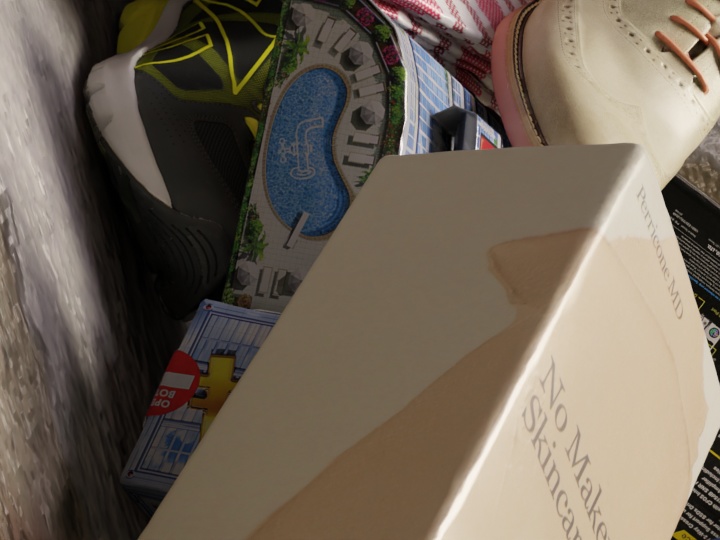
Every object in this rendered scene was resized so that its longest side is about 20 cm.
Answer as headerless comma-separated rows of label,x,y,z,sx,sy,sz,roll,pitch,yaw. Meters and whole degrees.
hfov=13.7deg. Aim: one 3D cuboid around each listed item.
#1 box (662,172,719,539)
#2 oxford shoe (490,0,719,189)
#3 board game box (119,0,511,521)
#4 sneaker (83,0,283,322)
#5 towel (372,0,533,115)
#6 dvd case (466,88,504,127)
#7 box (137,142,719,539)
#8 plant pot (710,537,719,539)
box,0.102,0.040,1.213,0.200,0.160,0.049,37,5,6
oxford shoe,0.095,-0.075,0.964,0.071,0.074,0.200,53,28,-16
board game box,0.000,0.027,0.866,0.200,0.062,0.200,33,68,-73
sneaker,-0.035,-0.052,0.941,0.200,0.084,0.075,-96,167,-65
towel,0.000,-0.118,0.993,0.200,0.030,0.147,26,30,-48
dvd case,0.049,-0.046,1.118,0.200,0.016,0.149,57,-7,20
box,0.016,0.061,0.719,0.200,0.078,0.095,-59,137,-46
plant pot,0.171,0.206,1.100,0.180,0.200,0.200,-84,158,-84
